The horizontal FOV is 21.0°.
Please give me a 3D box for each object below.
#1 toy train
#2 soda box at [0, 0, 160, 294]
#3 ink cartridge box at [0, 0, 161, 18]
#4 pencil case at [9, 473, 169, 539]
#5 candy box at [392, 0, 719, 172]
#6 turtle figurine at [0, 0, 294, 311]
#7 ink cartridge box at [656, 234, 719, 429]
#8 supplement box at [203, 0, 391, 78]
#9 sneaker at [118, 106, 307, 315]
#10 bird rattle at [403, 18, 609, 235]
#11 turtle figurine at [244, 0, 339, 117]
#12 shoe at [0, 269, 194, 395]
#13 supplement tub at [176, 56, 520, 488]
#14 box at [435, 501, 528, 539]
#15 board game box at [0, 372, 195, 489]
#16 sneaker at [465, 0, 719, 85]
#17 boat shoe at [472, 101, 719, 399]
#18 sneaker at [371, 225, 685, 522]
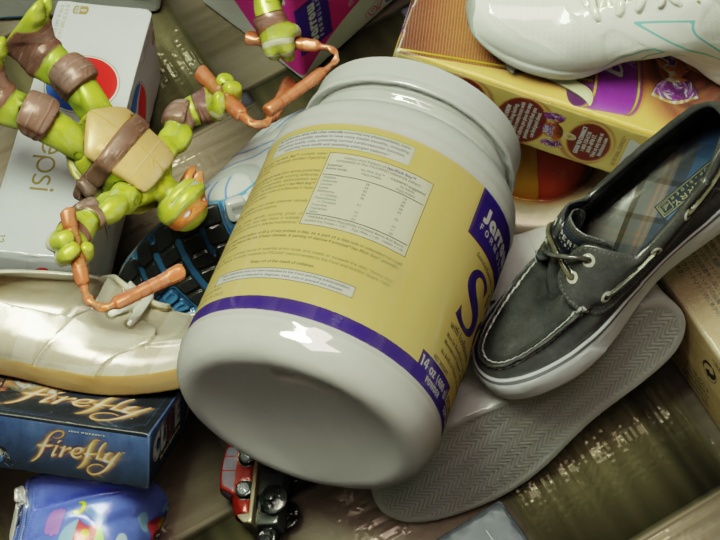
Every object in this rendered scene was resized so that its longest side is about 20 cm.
[{"bbox_3d":[-0.058,0.119,1.108,0.046,0.034,0.201,-4,61,17],"label":"toy train"},{"bbox_3d":[-0.172,-0.068,1.181,0.063,0.068,0.200,6,54,4],"label":"soda box"},{"bbox_3d":[-0.190,-0.272,1.310,0.116,0.068,0.201,-2,61,3],"label":"ink cartridge box"},{"bbox_3d":[-0.164,0.198,1.045,0.087,0.078,0.201,20,61,-16],"label":"pencil case"},{"bbox_3d":[0.125,-0.126,1.110,0.199,0.057,0.117,17,63,2],"label":"candy box"},{"bbox_3d":[-0.137,-0.078,1.099,0.161,0.064,0.200,42,58,-5],"label":"turtle figurine"},{"bbox_3d":[0.266,0.027,1.106,0.164,0.075,0.200,-25,61,-10],"label":"ink cartridge box"},{"bbox_3d":[-0.007,-0.238,1.258,0.200,0.101,0.103,-43,67,-16],"label":"supplement box"},{"bbox_3d":[-0.063,-0.041,1.183,0.200,0.075,0.087,-35,26,-2],"label":"sneaker"},{"bbox_3d":[0.112,-0.091,1.193,0.199,0.113,0.164,2,73,-9],"label":"bird rattle"},{"bbox_3d":[-0.045,-0.194,1.122,0.161,0.064,0.200,25,82,40],"label":"turtle figurine"},{"bbox_3d":[-0.165,0.029,1.077,0.199,0.054,0.070,5,21,1],"label":"shoe"},{"bbox_3d":[0.000,0.000,1.048,0.145,0.146,0.200,15,59,12],"label":"supplement tub"},{"bbox_3d":[0.051,0.257,0.982,0.182,0.104,0.200,-31,63,-10],"label":"box"},{"bbox_3d":[-0.196,0.066,1.101,0.199,0.035,0.136,7,21,8],"label":"board game box"},{"bbox_3d":[0.158,-0.146,1.050,0.200,0.080,0.071,3,66,-5],"label":"sneaker"},{"bbox_3d":[0.130,-0.014,1.029,0.200,0.066,0.070,-39,50,10],"label":"boat shoe"},{"bbox_3d":[0.078,0.053,1.119,0.200,0.074,0.116,-34,41,1],"label":"sneaker"}]
